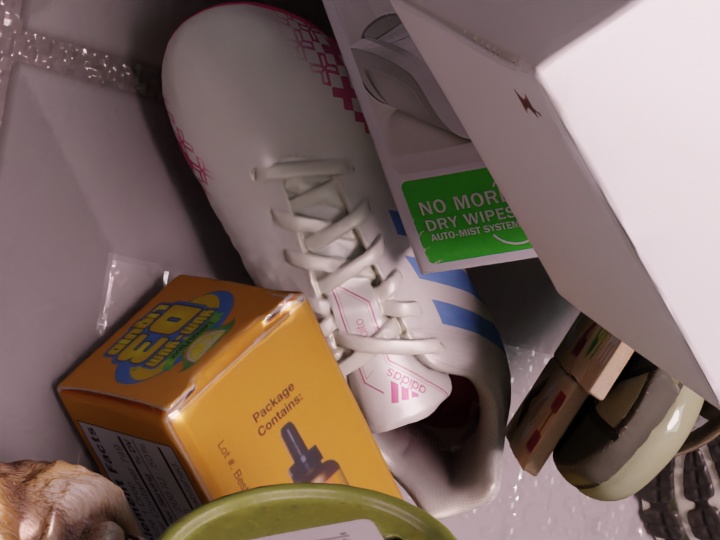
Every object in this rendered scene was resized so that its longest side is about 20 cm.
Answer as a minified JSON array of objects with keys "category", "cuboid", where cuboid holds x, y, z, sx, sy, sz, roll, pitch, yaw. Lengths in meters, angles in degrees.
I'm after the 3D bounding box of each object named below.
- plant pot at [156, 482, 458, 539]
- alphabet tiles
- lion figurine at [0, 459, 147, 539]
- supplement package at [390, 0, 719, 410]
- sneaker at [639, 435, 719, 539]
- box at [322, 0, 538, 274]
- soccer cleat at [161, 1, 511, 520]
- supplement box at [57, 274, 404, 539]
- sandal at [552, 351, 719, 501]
[{"category":"plant pot","cuboid":[-0.015,0.170,0.811,0.187,0.187,0.200,-27,128,-41]},{"category":"alphabet tiles","cuboid":[0.106,-0.022,0.926,0.008,0.167,0.200,32,93,-3]},{"category":"lion figurine","cuboid":[-0.151,0.118,0.795,0.200,0.072,0.123,-43,132,-18]},{"category":"supplement package","cuboid":[0.132,-0.076,0.769,0.200,0.117,0.117,-34,115,-7]},{"category":"sneaker","cuboid":[0.154,0.040,1.095,0.089,0.077,0.200,-41,125,-47]},{"category":"box","cuboid":[0.056,-0.127,0.909,0.200,0.097,0.177,-60,136,-56]},{"category":"soccer cleat","cuboid":[0.000,0.000,0.906,0.200,0.070,0.086,56,17,-34]},{"category":"supplement box","cuboid":[-0.022,0.099,0.915,0.067,0.069,0.200,-42,124,-29]},{"category":"sandal","cuboid":[0.107,0.037,0.938,0.080,0.057,0.201,-57,-177,21]}]
